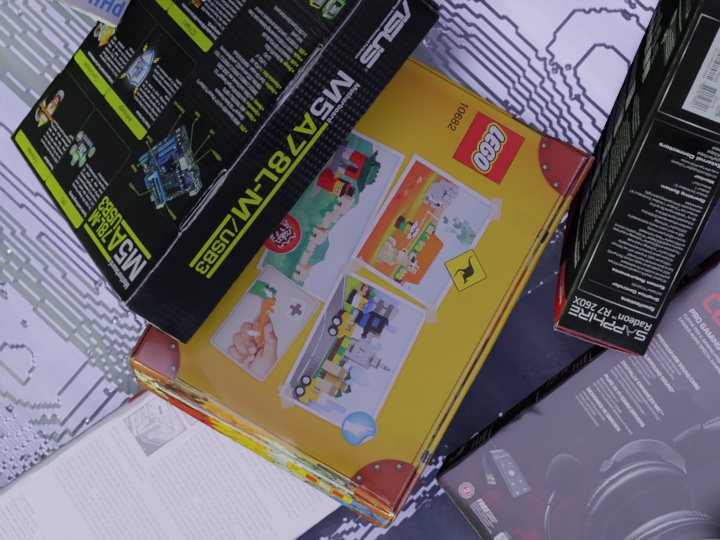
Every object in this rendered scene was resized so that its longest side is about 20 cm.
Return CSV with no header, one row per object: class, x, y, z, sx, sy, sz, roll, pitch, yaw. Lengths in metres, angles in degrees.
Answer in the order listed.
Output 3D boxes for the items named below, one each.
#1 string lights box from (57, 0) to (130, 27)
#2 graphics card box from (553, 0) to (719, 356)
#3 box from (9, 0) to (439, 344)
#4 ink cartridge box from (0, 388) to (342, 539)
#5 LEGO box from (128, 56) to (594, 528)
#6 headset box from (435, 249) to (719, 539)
string lights box,-0.122,-0.236,1.114,0.102,0.059,0.201,32,96,33
graphics card box,0.149,-0.075,1.043,0.050,0.126,0.201,19,119,-1
box,-0.072,-0.091,1.075,0.047,0.200,0.194,31,99,-34
ink cartridge box,-0.093,0.115,1.151,0.199,0.050,0.109,-34,89,-1
LEGO box,0.000,0.000,1.096,0.148,0.077,0.201,30,80,2
headset box,0.160,0.097,1.111,0.199,0.077,0.149,-37,89,9
